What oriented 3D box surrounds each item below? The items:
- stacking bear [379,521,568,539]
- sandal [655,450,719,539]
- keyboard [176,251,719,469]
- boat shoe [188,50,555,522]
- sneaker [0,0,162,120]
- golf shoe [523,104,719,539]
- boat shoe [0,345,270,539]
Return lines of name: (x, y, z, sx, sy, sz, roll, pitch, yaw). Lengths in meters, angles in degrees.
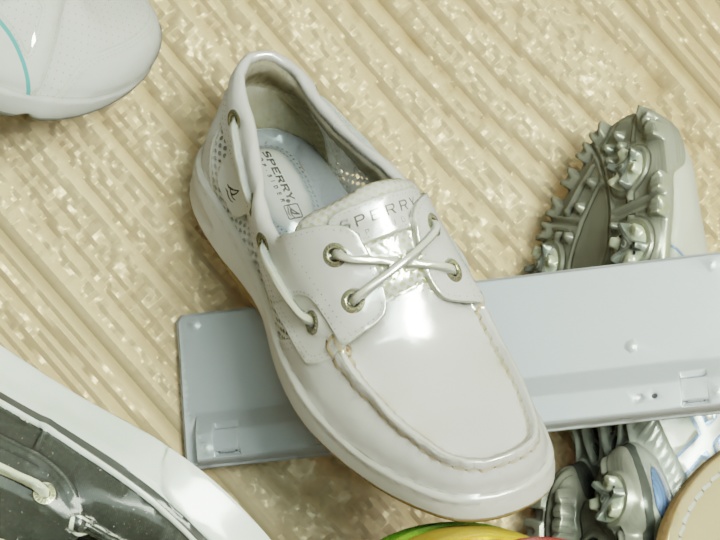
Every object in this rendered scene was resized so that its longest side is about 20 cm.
stacking bear: (0.039, 0.134, 0.877, 0.121, 0.200, 0.114, -18, 82, -19)
sandal: (0.205, 0.088, 0.971, 0.211, 0.070, 0.078, -1, 83, -36)
keyboard: (0.033, 0.032, 0.958, 0.199, 0.011, 0.056, -7, 72, 10)
boat shoe: (0.000, 0.000, 0.920, 0.071, 0.069, 0.200, -18, 49, -27)
sneaker: (-0.138, -0.105, 0.914, 0.200, 0.080, 0.070, 10, 31, -45)
golf shoe: (0.114, 0.043, 1.001, 0.097, 0.078, 0.201, 8, 80, -31)
boat shoe: (-0.116, 0.073, 0.920, 0.200, 0.071, 0.064, 33, 64, 2)
